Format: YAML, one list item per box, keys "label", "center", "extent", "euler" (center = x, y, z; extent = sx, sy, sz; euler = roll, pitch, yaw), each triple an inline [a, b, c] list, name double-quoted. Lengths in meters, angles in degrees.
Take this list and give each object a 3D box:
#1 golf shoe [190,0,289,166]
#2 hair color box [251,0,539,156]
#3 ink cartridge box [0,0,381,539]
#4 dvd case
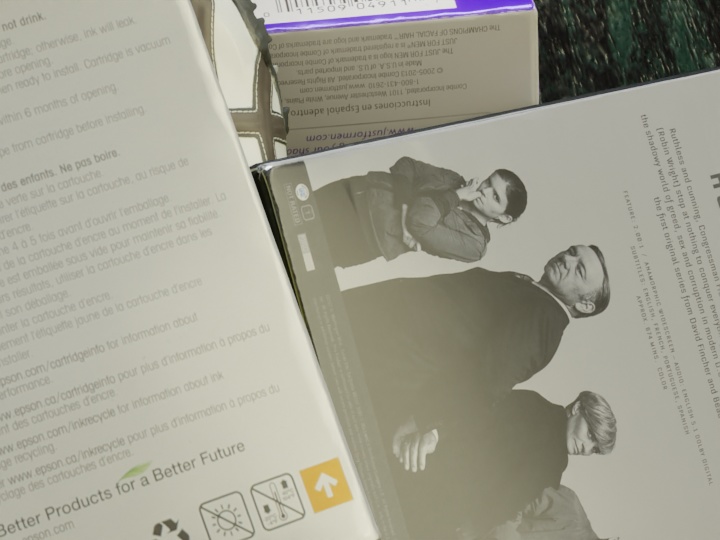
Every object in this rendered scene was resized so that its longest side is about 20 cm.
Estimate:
- label: "golf shoe"
  center: [-0.057, -0.019, 0.771]
  extent: [0.201, 0.078, 0.094]
  euler: [58, 29, -7]
- label: "hair color box"
  center: [0.000, 0.000, 0.885]
  extent: [0.065, 0.109, 0.201]
  euler: [-103, -170, -61]
- label: "ink cartridge box"
  center: [-0.118, 0.007, 0.691]
  extent: [0.197, 0.047, 0.201]
  euler: [-18, 83, -20]
- label: "dvd case"
  center: [0.060, 0.028, 0.803]
  extent: [0.199, 0.025, 0.151]
  euler: [-14, 87, -42]
